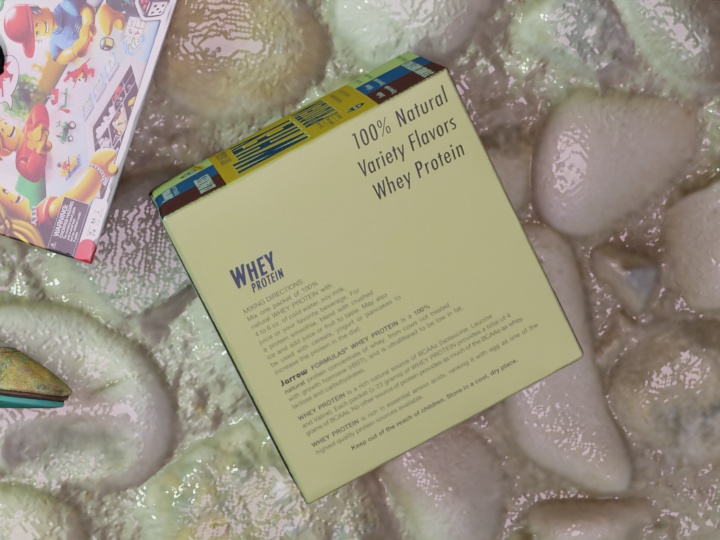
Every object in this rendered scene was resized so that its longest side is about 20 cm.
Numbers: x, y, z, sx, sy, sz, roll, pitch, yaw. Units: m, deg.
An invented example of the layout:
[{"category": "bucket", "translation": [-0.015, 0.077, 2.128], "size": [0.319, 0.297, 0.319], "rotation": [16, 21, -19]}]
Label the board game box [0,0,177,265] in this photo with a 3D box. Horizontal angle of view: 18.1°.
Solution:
[{"category": "board game box", "translation": [-0.198, -0.118, 1.426], "size": [0.125, 0.035, 0.201], "rotation": [17, 96, -11]}]

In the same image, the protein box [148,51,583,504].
[{"category": "protein box", "translation": [0.000, 0.000, 1.427], "size": [0.198, 0.135, 0.201], "rotation": [-28, 103, -4]}]

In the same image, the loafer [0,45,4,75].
[{"category": "loafer", "translation": [-0.299, -0.083, 1.384], "size": [0.200, 0.068, 0.071], "rotation": [-25, 101, 13]}]

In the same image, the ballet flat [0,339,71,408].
[{"category": "ballet flat", "translation": [-0.282, 0.057, 1.428], "size": [0.198, 0.071, 0.071], "rotation": [-1, 99, -9]}]
